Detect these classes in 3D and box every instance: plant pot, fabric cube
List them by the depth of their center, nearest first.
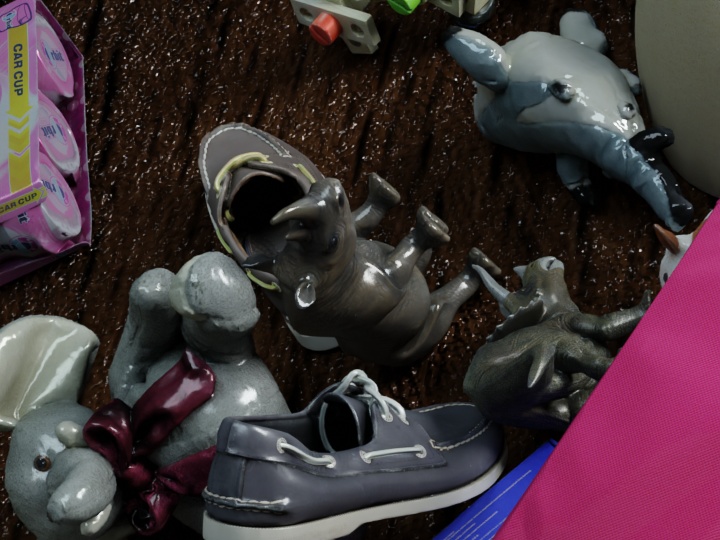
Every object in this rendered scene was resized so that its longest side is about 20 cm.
[{"bbox_3d":[0.206,0.119,1.076,0.200,0.196,0.199,17,63,41],"label":"fabric cube"},{"bbox_3d":[0.227,-0.152,1.376,0.200,0.135,0.200,-18,42,17],"label":"plant pot"}]

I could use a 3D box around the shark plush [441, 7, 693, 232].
[{"bbox_3d":[0.126,-0.075,1.413,0.091,0.083,0.200,-18,35,-36],"label":"shark plush"}]

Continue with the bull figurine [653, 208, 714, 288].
[{"bbox_3d":[0.240,-0.016,1.287,0.200,0.065,0.121,-31,44,3],"label":"bull figurine"}]

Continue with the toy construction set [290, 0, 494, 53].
[{"bbox_3d":[0.046,-0.213,1.585,0.131,0.092,0.200,31,77,21],"label":"toy construction set"}]

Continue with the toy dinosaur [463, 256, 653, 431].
[{"bbox_3d":[0.093,0.051,1.281,0.102,0.077,0.200,-9,15,18],"label":"toy dinosaur"}]

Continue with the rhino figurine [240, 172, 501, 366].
[{"bbox_3d":[0.000,0.000,1.339,0.060,0.200,0.087,41,95,26],"label":"rhino figurine"}]

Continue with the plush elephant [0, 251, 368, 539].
[{"bbox_3d":[-0.116,0.091,1.345,0.155,0.165,0.200,-28,10,-15],"label":"plush elephant"}]

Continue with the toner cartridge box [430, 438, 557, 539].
[{"bbox_3d":[0.048,0.177,1.237,0.200,0.043,0.095,-39,39,-7],"label":"toner cartridge box"}]

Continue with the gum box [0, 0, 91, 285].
[{"bbox_3d":[-0.236,-0.072,1.646,0.113,0.066,0.200,-23,42,14],"label":"gum box"}]

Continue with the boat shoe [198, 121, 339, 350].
[{"bbox_3d":[-0.051,-0.033,1.495,0.072,0.060,0.200,-33,40,2],"label":"boat shoe"}]

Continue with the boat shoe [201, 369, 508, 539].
[{"bbox_3d":[0.003,0.081,1.237,0.073,0.063,0.200,8,15,40],"label":"boat shoe"}]
